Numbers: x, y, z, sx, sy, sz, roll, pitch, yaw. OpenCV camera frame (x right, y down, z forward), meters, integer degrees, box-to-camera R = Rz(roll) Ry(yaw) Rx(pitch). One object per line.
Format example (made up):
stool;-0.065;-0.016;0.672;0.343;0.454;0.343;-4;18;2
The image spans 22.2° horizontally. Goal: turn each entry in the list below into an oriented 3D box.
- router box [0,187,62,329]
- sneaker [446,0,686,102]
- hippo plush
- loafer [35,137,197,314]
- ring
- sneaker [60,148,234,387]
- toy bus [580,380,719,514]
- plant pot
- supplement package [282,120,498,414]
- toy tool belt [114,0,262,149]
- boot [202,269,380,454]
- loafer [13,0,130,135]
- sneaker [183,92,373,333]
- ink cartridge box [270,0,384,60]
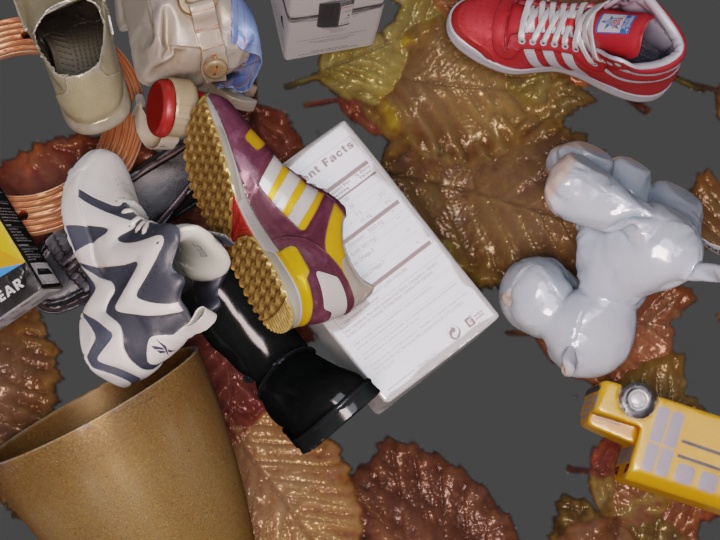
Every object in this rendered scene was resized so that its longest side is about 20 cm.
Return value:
router box;-0.358;0.007;1.446;0.200;0.051;0.149;-34;84;11
sneaker;0.174;-0.199;1.523;0.200;0.112;0.071;14;79;-2
hippo plush;0.206;0.006;1.498;0.200;0.159;0.161;35;110;17
loafer;-0.195;-0.044;1.492;0.200;0.063;0.072;-40;86;-10
ring;-0.274;-0.118;1.503;0.200;0.019;0.201;-1;68;2
sneaker;-0.152;-0.023;1.384;0.130;0.079;0.199;-25;51;24
toy bus;0.277;0.152;1.497;0.200;0.065;0.078;18;81;-2
plant pot;-0.160;0.188;1.411;0.186;0.186;0.200;-30;97;-9
supplement package;0.000;0.000;1.473;0.117;0.117;0.200;-37;85;-7
toy tool belt;-0.121;-0.190;1.489;0.123;0.125;0.200;3;56;-26
boot;-0.070;0.059;1.422;0.073;0.198;0.163;-38;92;-13
loafer;-0.236;-0.204;1.485;0.076;0.068;0.200;-21;61;-11
sneaker;-0.063;-0.049;1.390;0.090;0.075;0.200;-15;72;-30
ink cartridge box;-0.034;-0.270;1.474;0.084;0.200;0.144;-12;81;-7
